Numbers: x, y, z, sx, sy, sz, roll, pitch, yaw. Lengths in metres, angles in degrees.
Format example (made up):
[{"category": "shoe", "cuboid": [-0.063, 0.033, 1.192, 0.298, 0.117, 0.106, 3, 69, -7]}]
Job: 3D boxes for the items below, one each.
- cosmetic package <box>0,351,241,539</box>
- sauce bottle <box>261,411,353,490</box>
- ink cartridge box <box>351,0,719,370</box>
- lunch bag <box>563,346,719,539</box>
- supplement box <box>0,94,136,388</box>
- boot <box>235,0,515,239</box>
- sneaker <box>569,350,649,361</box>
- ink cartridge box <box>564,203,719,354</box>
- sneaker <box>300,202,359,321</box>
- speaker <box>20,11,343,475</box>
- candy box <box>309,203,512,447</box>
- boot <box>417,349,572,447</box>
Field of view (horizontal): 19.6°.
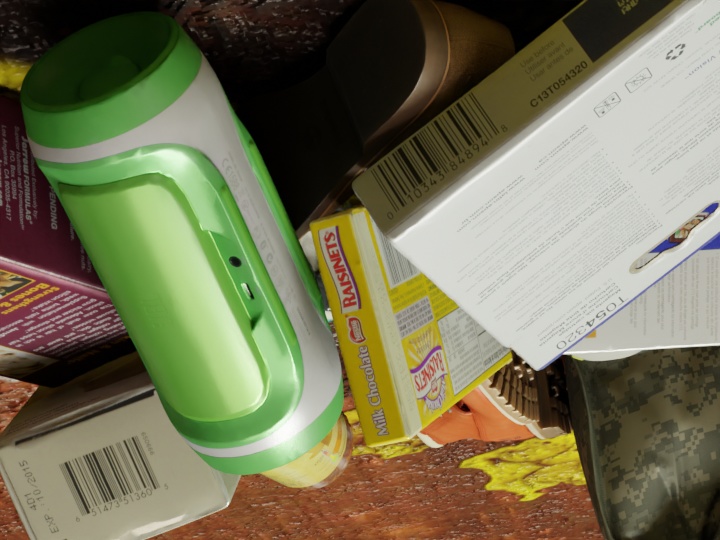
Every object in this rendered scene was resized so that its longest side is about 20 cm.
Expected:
[{"category": "cosmetic package", "cuboid": [-0.110, 0.073, 1.077, 0.104, 0.072, 0.200, -21, -169, 8]}, {"category": "sauce bottle", "cuboid": [-0.069, 0.086, 1.273, 0.065, 0.067, 0.200, -16, 158, 18]}, {"category": "ink cartridge box", "cuboid": [0.115, -0.053, 0.949, 0.196, 0.043, 0.200, -38, 152, 7]}, {"category": "lunch bag", "cuboid": [0.196, 0.127, 1.292, 0.116, 0.202, 0.164, -11, 157, 7]}, {"category": "supplement box", "cuboid": [-0.178, -0.018, 0.956, 0.110, 0.087, 0.199, -22, 154, 33]}, {"category": "boot", "cuboid": [-0.005, -0.057, 0.955, 0.075, 0.074, 0.200, -2, 157, -41]}, {"category": "sneaker", "cuboid": [0.188, 0.003, 1.156, 0.198, 0.076, 0.076, -18, 156, 19]}, {"category": "ink cartridge box", "cuboid": [0.193, -0.010, 1.096, 0.198, 0.096, 0.037, -3, -171, -11]}, {"category": "sneaker", "cuboid": [0.000, 0.000, 1.112, 0.199, 0.078, 0.079, 19, 165, -40]}, {"category": "speaker", "cuboid": [-0.074, -0.009, 0.905, 0.088, 0.089, 0.201, -14, 123, 14]}, {"category": "candy box", "cuboid": [0.028, 0.012, 0.983, 0.026, 0.103, 0.200, -12, -176, 18]}, {"category": "boot", "cuboid": [0.060, 0.069, 1.277, 0.106, 0.076, 0.200, -9, 159, 15]}]
